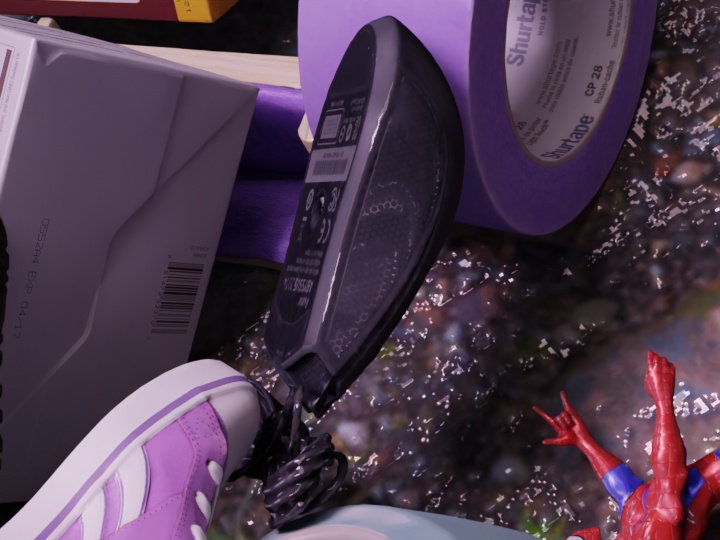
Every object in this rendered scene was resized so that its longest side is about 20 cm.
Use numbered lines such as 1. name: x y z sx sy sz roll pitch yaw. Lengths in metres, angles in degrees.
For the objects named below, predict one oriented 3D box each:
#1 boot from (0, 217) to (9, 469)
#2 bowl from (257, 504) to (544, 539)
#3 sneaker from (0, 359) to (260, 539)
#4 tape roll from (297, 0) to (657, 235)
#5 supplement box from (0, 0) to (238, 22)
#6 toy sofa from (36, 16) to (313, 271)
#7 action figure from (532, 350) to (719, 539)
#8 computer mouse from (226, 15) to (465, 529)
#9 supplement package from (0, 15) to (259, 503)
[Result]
1. boot: -0.241 0.055 0.748 0.200 0.066 0.175 -5 63 16
2. bowl: 0.002 0.167 0.711 0.201 0.105 0.201 -18 51 23
3. sneaker: -0.072 0.121 0.680 0.114 0.073 0.200 29 49 17
4. tape roll: 0.059 -0.120 0.867 0.085 0.200 0.200 11 62 28
5. supplement box: -0.131 -0.237 1.030 0.200 0.133 0.197 6 34 26
6. toy sofa: -0.087 -0.063 0.964 0.200 0.083 0.098 8 60 27
7. action figure: 0.149 0.054 0.785 0.200 0.065 0.099 -34 74 -3
8. computer mouse: 0.000 0.000 0.764 0.138 0.053 0.200 -154 79 -75
9. supplement package: -0.155 -0.009 0.859 0.111 0.156 0.200 20 98 32
